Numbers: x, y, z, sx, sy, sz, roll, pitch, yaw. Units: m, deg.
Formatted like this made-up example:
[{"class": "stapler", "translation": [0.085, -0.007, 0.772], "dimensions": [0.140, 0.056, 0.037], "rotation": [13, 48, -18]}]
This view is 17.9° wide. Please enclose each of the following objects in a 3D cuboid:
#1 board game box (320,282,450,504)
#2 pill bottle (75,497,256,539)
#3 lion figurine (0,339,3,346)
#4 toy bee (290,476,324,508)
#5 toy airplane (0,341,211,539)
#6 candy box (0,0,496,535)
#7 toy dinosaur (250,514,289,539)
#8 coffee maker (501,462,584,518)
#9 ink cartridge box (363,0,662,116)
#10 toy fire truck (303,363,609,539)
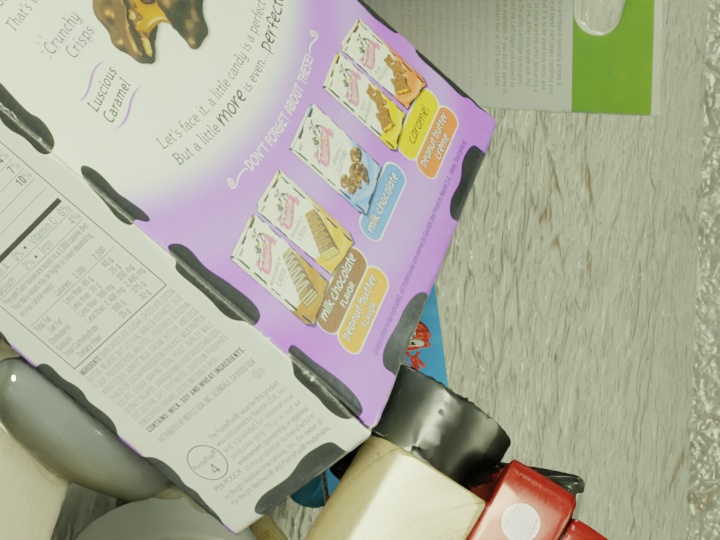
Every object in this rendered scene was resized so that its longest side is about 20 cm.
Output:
[{"class": "board game box", "translation": [0.000, 0.000, 0.970], "dimensions": [0.200, 0.055, 0.198], "rotation": [-104, -174, -82]}, {"class": "pill bottle", "translation": [-0.063, 0.181, 0.836], "dimensions": [0.201, 0.110, 0.112], "rotation": [-105, -175, -51]}, {"class": "lion figurine", "translation": [-0.092, -0.022, 0.817], "dimensions": [0.073, 0.121, 0.201], "rotation": [89, -1, -46]}, {"class": "toy bee", "translation": [0.019, 0.103, 1.165], "dimensions": [0.130, 0.108, 0.202], "rotation": [-14, 87, -36]}, {"class": "toy airplane", "translation": [-0.112, 0.118, 0.663], "dimensions": [0.199, 0.140, 0.202], "rotation": [-36, 131, -66]}, {"class": "candy box", "translation": [-0.067, -0.048, 0.705], "dimensions": [0.200, 0.071, 0.168], "rotation": [41, 37, -12]}, {"class": "toy dinosaur", "translation": [-0.065, 0.097, 1.033], "dimensions": [0.200, 0.058, 0.102], "rotation": [27, 83, -67]}, {"class": "coffee maker", "translation": [0.054, 0.213, 1.316], "dimensions": [0.192, 0.134, 0.202], "rotation": [-5, 99, -74]}, {"class": "ink cartridge box", "translation": [0.049, -0.153, 1.075], "dimensions": [0.076, 0.198, 0.149], "rotation": [-48, 140, -66]}, {"class": "toy fire truck", "translation": [0.055, 0.144, 0.730], "dimensions": [0.129, 0.199, 0.176], "rotation": [-58, 177, -12]}]
